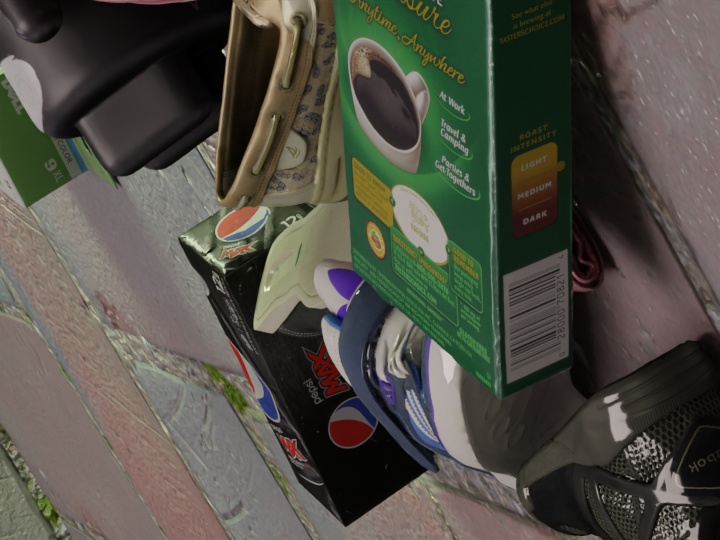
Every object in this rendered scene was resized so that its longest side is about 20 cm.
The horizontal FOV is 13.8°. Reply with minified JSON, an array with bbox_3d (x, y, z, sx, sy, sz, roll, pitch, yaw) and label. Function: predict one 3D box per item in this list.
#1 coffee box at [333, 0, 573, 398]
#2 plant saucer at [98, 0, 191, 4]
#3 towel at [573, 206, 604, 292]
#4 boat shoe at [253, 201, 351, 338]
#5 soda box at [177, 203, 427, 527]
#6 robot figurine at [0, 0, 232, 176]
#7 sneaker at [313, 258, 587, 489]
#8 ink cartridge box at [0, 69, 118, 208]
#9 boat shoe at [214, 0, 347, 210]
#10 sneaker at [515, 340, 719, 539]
[{"bbox_3d":[0.038,-0.060,1.214,0.123,0.044,0.200,41,144,47],"label":"coffee box"},{"bbox_3d":[-0.132,-0.198,1.386,0.201,0.051,0.201,23,142,19],"label":"plant saucer"},{"bbox_3d":[0.041,-0.049,1.376,0.144,0.023,0.200,56,168,-6],"label":"towel"},{"bbox_3d":[0.000,0.000,1.564,0.068,0.072,0.200,19,166,-12],"label":"boat shoe"},{"bbox_3d":[-0.030,0.049,1.729,0.063,0.071,0.200,39,158,53],"label":"soda box"},{"bbox_3d":[-0.141,-0.150,1.551,0.200,0.125,0.150,58,164,7],"label":"robot figurine"},{"bbox_3d":[0.024,0.031,1.397,0.146,0.081,0.200,31,170,25],"label":"sneaker"},{"bbox_3d":[-0.257,-0.113,2.160,0.200,0.059,0.104,36,155,55],"label":"ink cartridge box"},{"bbox_3d":[-0.037,-0.108,1.346,0.073,0.063,0.200,-118,21,-50],"label":"boat shoe"},{"bbox_3d":[0.131,0.110,1.307,0.114,0.076,0.199,61,162,9],"label":"sneaker"}]
